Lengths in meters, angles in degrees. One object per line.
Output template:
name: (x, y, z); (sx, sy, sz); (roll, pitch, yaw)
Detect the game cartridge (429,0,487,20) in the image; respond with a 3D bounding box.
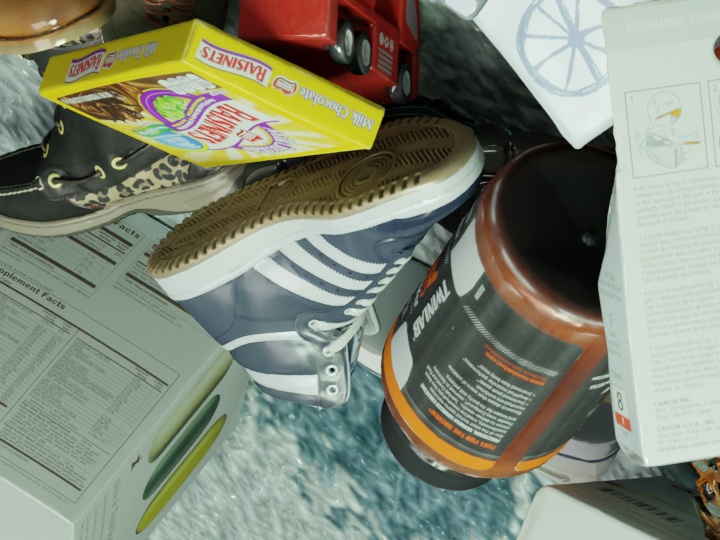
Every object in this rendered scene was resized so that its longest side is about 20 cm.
game cartridge: (0.045, -0.218, 1.203); (0.133, 0.040, 0.200); (34, 120, -2)

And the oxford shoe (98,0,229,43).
oxford shoe: (-0.100, -0.147, 1.428); (0.071, 0.074, 0.200); (4, 130, -2)

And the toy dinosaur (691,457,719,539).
toy dinosaur: (0.175, 0.036, 1.363); (0.200, 0.102, 0.136); (62, 156, -9)

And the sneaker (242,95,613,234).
sneaker: (0.042, -0.058, 1.442); (0.200, 0.079, 0.076); (5, 131, 13)

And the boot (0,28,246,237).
boot: (-0.157, -0.098, 1.572); (0.200, 0.073, 0.151); (-4, 128, 40)

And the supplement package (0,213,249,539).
supplement package: (-0.176, 0.080, 1.675); (0.151, 0.200, 0.152); (30, 144, 11)

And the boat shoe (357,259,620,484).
boat shoe: (0.050, 0.057, 1.565); (0.200, 0.071, 0.070); (26, 141, 7)

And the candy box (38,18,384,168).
candy box: (-0.075, -0.082, 1.376); (0.102, 0.026, 0.200); (22, 170, -23)

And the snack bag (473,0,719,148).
snack bag: (0.098, -0.175, 1.237); (0.188, 0.021, 0.200); (-38, 98, 29)

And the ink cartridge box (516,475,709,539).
ink cartridge box: (0.170, 0.171, 1.466); (0.144, 0.200, 0.085); (25, 98, 22)

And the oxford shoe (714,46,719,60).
oxford shoe: (0.116, -0.123, 1.320); (0.200, 0.071, 0.073); (33, 172, 5)

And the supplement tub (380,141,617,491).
supplement tub: (0.074, 0.032, 1.387); (0.107, 0.107, 0.200); (37, 142, 3)

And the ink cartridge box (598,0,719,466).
ink cartridge box: (0.182, -0.025, 1.250); (0.050, 0.162, 0.200); (-149, 52, -78)

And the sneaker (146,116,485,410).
sneaker: (0.000, 0.000, 1.403); (0.200, 0.070, 0.109); (-20, 117, 37)

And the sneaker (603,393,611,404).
sneaker: (0.119, 0.025, 1.480); (0.200, 0.070, 0.076); (14, 122, 24)

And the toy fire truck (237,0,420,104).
toy fire truck: (-0.018, -0.162, 1.349); (0.049, 0.141, 0.200); (1, 172, 19)

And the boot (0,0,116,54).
boot: (-0.179, -0.205, 1.414); (0.077, 0.200, 0.155); (-15, 123, -4)
